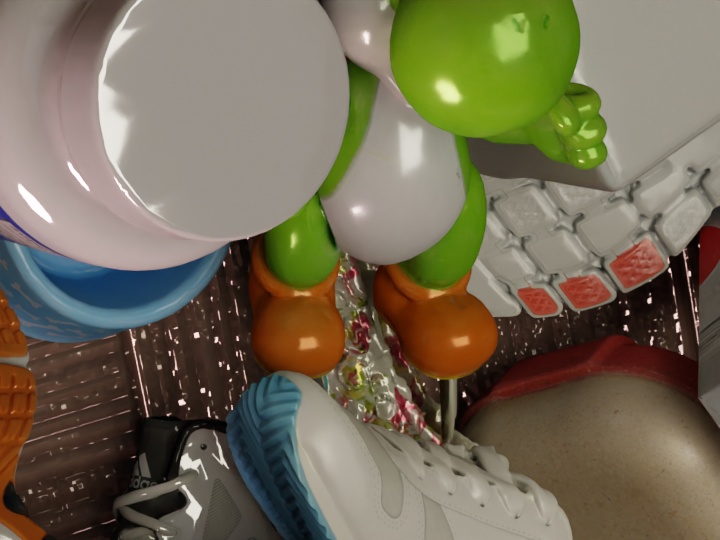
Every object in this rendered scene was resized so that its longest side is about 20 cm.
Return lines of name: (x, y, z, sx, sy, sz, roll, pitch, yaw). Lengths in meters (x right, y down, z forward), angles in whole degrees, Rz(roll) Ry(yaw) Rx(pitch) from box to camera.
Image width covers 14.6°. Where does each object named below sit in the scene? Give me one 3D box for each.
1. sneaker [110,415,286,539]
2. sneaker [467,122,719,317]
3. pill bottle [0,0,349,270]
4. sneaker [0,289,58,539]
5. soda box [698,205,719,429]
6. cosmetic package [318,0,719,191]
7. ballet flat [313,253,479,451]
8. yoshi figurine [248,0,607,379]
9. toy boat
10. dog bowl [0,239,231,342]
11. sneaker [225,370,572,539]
sneaker: (-0.092, 0.118, 1.039, 0.200, 0.076, 0.116, -16, 93, -32)
sneaker: (0.109, -0.045, 1.118, 0.199, 0.082, 0.077, -25, 104, 2)
pill bottle: (-0.084, -0.060, 0.884, 0.111, 0.200, 0.113, -3, 97, -27)
sneaker: (-0.156, 0.082, 0.970, 0.075, 0.092, 0.201, 9, 53, -44)
soda box: (0.173, 0.005, 1.088, 0.068, 0.200, 0.064, -27, 114, 21)
cosmetic package: (0.092, -0.154, 1.040, 0.200, 0.167, 0.167, -35, 111, -21)
ballet flat: (0.000, 0.000, 1.056, 0.064, 0.076, 0.201, -14, 106, 6)
yoshi figurine: (0.021, -0.042, 0.927, 0.112, 0.112, 0.201, -45, 155, -46)
toy boat: (0.134, 0.096, 1.133, 0.200, 0.130, 0.131, 56, 42, -21)
dog bowl: (-0.111, -0.066, 1.010, 0.111, 0.050, 0.201, -31, 109, -22)
sneaker: (0.022, 0.090, 1.012, 0.081, 0.076, 0.200, -44, 132, -5)
